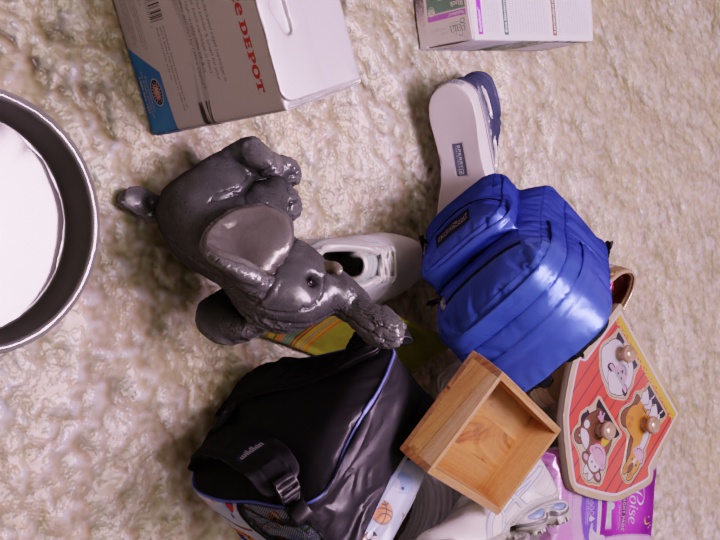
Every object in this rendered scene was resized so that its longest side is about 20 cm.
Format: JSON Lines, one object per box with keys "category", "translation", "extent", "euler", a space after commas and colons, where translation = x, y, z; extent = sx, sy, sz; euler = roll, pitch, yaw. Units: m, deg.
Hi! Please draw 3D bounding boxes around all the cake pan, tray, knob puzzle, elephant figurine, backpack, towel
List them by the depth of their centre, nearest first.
{"category": "cake pan", "translation": [-0.292, -0.037, 0.857], "extent": [0.199, 0.037, 0.202], "euler": [0, 89, -41]}
{"category": "elephant figurine", "translation": [-0.082, -0.004, 0.932], "extent": [0.141, 0.155, 0.201], "euler": [42, 19, -48]}
{"category": "backpack", "translation": [-0.043, 0.155, 0.973], "extent": [0.200, 0.190, 0.155], "euler": [-53, 127, -35]}
{"category": "tray", "translation": [0.107, 0.143, 0.980], "extent": [0.099, 0.037, 0.200], "euler": [-52, 148, -3]}
{"category": "towel", "translation": [-0.006, 0.062, 1.077], "extent": [0.199, 0.086, 0.018], "euler": [24, 43, -39]}
{"category": "backpack", "translation": [0.139, 0.016, 1.084], "extent": [0.167, 0.163, 0.200], "euler": [38, 24, -14]}
{"category": "knob puzzle", "translation": [0.285, 0.167, 1.267], "extent": [0.218, 0.030, 0.222], "euler": [2, 87, -41]}

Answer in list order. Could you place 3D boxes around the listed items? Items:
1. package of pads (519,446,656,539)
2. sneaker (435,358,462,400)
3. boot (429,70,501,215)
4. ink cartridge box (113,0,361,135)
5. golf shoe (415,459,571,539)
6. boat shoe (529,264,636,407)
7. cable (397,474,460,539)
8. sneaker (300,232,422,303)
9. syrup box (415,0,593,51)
{"category": "package of pads", "translation": [0.253, 0.263, 1.303], "extent": [0.199, 0.075, 0.122], "euler": [8, 87, -41]}
{"category": "sneaker", "translation": [0.107, 0.131, 1.135], "extent": [0.200, 0.070, 0.074], "euler": [-37, 138, -73]}
{"category": "boot", "translation": [0.124, -0.107, 1.204], "extent": [0.090, 0.072, 0.202], "euler": [-35, 124, -56]}
{"category": "ink cartridge box", "translation": [-0.107, -0.197, 0.914], "extent": [0.086, 0.199, 0.148], "euler": [-24, 105, -38]}
{"category": "golf shoe", "translation": [0.114, 0.226, 1.108], "extent": [0.199, 0.078, 0.098], "euler": [-8, 75, -45]}
{"category": "boat shoe", "translation": [0.256, 0.069, 1.312], "extent": [0.074, 0.069, 0.201], "euler": [46, 61, -30]}
{"category": "cable", "translation": [0.034, 0.233, 1.116], "extent": [0.199, 0.069, 0.202], "euler": [-20, 103, -39]}
{"category": "sneaker", "translation": [0.000, 0.000, 1.085], "extent": [0.199, 0.080, 0.071], "euler": [-6, 91, -42]}
{"category": "syrup box", "translation": [0.156, -0.279, 1.224], "extent": [0.199, 0.078, 0.082], "euler": [-8, 95, -41]}
